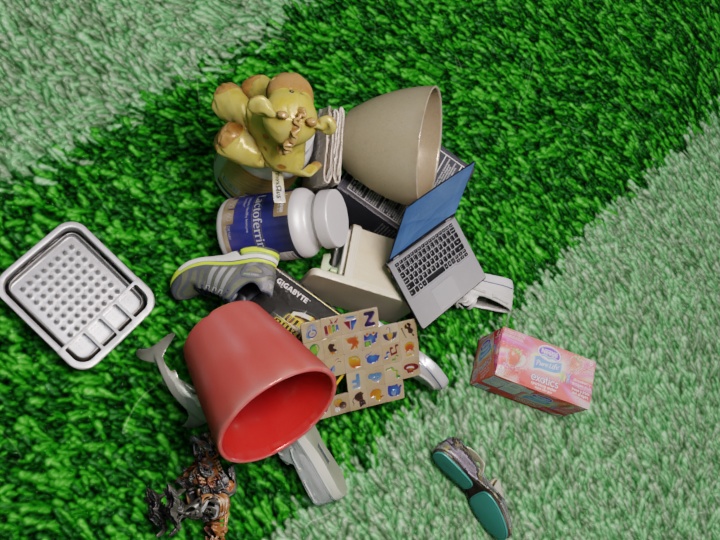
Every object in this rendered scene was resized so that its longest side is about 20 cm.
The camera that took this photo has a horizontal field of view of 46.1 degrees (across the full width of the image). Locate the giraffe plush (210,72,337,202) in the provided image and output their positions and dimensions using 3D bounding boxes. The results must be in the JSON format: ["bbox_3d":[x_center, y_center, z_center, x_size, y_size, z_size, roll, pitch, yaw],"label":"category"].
[{"bbox_3d":[-0.121,-0.222,1.248,0.171,0.162,0.202,-18,80,-25],"label":"giraffe plush"}]

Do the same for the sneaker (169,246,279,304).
[{"bbox_3d":[-0.222,0.021,1.357,0.074,0.198,0.082,39,41,-55],"label":"sneaker"}]

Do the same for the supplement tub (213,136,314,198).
[{"bbox_3d":[-0.162,-0.202,1.429,0.143,0.200,0.146,6,72,-19],"label":"supplement tub"}]

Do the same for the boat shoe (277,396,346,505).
[{"bbox_3d":[-0.098,0.291,1.364,0.071,0.070,0.202,-29,94,13],"label":"boat shoe"}]

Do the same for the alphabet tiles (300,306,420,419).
[{"bbox_3d":[0.005,0.146,1.389,0.198,0.008,0.169,-11,106,-19],"label":"alphabet tiles"}]

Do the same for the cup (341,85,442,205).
[{"bbox_3d":[0.048,-0.209,1.401,0.142,0.201,0.202,8,67,15],"label":"cup"}]

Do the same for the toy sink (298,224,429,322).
[{"bbox_3d":[0.000,0.000,1.468,0.198,0.130,0.113,16,68,-14],"label":"toy sink"}]

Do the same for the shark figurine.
[{"bbox_3d":[-0.270,0.205,1.334,0.214,0.090,0.129,36,31,-16],"label":"shark figurine"}]

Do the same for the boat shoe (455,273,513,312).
[{"bbox_3d":[0.197,0.039,1.561,0.198,0.074,0.066,7,67,-17],"label":"boat shoe"}]

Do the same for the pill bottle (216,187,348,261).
[{"bbox_3d":[-0.127,-0.074,1.397,0.198,0.116,0.117,-7,71,21],"label":"pill bottle"}]

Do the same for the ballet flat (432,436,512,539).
[{"bbox_3d":[0.208,0.369,1.467,0.072,0.072,0.201,-38,91,-26],"label":"ballet flat"}]

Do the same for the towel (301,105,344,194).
[{"bbox_3d":[-0.068,-0.197,1.426,0.034,0.200,0.134,6,85,-16],"label":"towel"}]

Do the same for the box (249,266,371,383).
[{"bbox_3d":[-0.108,0.113,1.401,0.199,0.049,0.160,37,92,-7],"label":"box"}]

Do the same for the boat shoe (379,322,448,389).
[{"bbox_3d":[0.059,0.155,1.473,0.199,0.074,0.066,36,73,4],"label":"boat shoe"}]

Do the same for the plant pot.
[{"bbox_3d":[-0.164,0.155,1.267,0.199,0.201,0.178,-24,56,-25],"label":"plant pot"}]

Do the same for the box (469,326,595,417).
[{"bbox_3d":[0.314,0.187,1.543,0.198,0.103,0.095,21,67,-13],"label":"box"}]

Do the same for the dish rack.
[{"bbox_3d":[-0.446,0.041,1.332,0.200,0.044,0.172,45,65,-3],"label":"dish rack"}]

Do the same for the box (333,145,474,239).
[{"bbox_3d":[0.067,-0.148,1.542,0.198,0.123,0.201,35,65,-7],"label":"box"}]

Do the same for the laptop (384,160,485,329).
[{"bbox_3d":[0.144,-0.041,1.400,0.187,0.116,0.201,-35,99,-36],"label":"laptop"}]

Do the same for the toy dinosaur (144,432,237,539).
[{"bbox_3d":[-0.242,0.352,1.290,0.135,0.102,0.201,2,50,-37],"label":"toy dinosaur"}]
